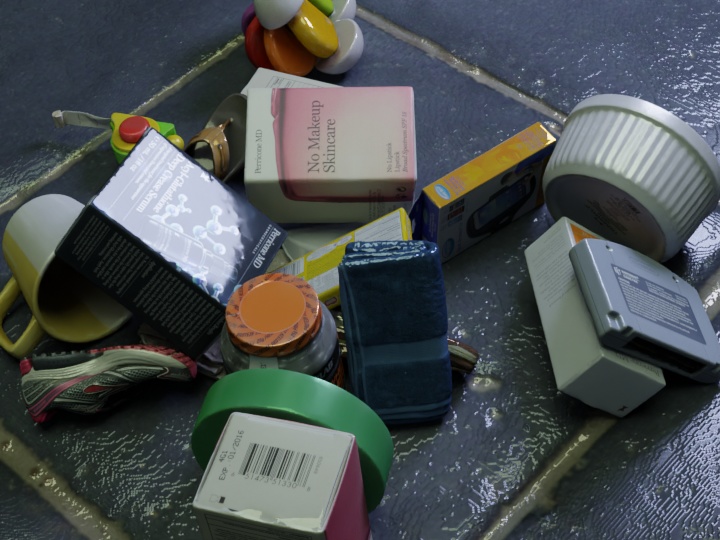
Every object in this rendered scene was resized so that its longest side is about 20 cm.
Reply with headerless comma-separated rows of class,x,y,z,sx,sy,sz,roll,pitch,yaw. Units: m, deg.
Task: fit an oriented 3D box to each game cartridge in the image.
game cartridge,0.306,0.039,1.390,0.199,0.042,0.134,21,37,-36

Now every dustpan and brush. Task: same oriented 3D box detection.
dustpan and brush,0.000,0.000,1.513,0.138,0.058,0.200,-7,21,-22

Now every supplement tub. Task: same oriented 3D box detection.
supplement tub,-0.079,0.104,1.354,0.121,0.201,0.123,-4,49,4

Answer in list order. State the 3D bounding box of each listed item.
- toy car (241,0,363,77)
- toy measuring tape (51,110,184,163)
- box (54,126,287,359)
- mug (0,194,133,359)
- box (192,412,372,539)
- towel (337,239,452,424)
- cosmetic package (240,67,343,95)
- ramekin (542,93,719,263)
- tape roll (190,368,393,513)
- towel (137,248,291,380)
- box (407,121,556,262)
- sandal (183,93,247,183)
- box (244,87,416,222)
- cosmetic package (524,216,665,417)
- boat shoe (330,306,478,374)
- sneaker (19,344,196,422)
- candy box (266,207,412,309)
toy car,-0.099,-0.350,1.807,0.150,0.175,0.201,-35,43,26
toy measuring tape,-0.329,-0.172,1.719,0.198,0.074,0.074,9,50,15
box,-0.207,-0.030,1.435,0.199,0.107,0.149,38,44,-10
mug,-0.364,-0.008,1.534,0.186,0.150,0.153,-28,43,-25
box,-0.067,0.243,1.229,0.127,0.201,0.110,9,50,14
towel,0.038,0.068,1.376,0.110,0.202,0.049,-4,20,5
cosmetic package,-0.063,-0.189,1.696,0.198,0.071,0.106,17,54,21
ramekin,0.303,-0.095,1.490,0.199,0.201,0.105,25,65,26
tape roll,-0.068,0.177,1.288,0.198,0.201,0.048,7,50,13
towel,-0.161,0.035,1.537,0.132,0.035,0.201,19,54,21
box,0.141,-0.084,1.545,0.199,0.119,0.042,-32,61,-19
sandal,-0.200,-0.140,1.639,0.082,0.055,0.200,40,84,19
box,-0.035,-0.136,1.537,0.198,0.109,0.129,-1,67,0
cosmetic package,0.253,0.049,1.416,0.101,0.071,0.201,24,40,-31
boat shoe,0.029,0.095,1.450,0.200,0.075,0.076,15,87,12
sneaker,-0.278,0.123,1.450,0.198,0.081,0.075,-7,86,7
candy box,-0.033,0.005,1.439,0.199,0.026,0.103,-25,32,14
